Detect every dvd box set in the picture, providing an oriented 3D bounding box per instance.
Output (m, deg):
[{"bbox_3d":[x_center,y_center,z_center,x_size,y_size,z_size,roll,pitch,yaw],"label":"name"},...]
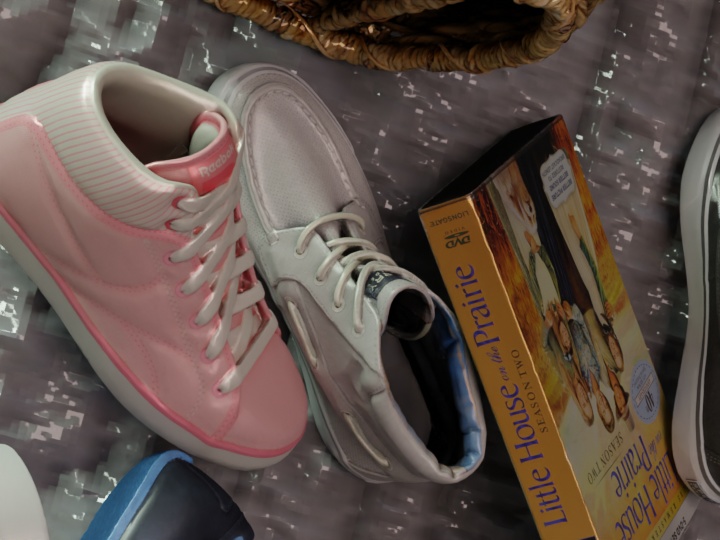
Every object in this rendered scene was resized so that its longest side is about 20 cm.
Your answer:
[{"bbox_3d":[0.093,0.042,1.164,0.146,0.029,0.201,-39,110,-63],"label":"dvd box set"}]

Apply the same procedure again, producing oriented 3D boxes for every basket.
[{"bbox_3d":[0.016,-0.134,1.081,0.149,0.200,0.143,-41,108,-23],"label":"basket"}]

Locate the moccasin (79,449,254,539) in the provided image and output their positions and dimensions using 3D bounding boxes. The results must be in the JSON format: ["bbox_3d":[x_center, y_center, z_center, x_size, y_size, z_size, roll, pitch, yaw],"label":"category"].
[{"bbox_3d":[-0.109,0.170,1.079,0.068,0.080,0.200,37,75,-13],"label":"moccasin"}]

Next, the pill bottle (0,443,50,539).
[{"bbox_3d":[-0.226,0.125,1.006,0.199,0.113,0.113,-10,93,-26],"label":"pill bottle"}]

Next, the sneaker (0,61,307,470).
[{"bbox_3d":[-0.072,-0.004,1.081,0.200,0.105,0.075,49,41,-16],"label":"sneaker"}]

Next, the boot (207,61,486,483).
[{"bbox_3d":[0.000,0.000,1.128,0.073,0.096,0.201,-28,101,-24],"label":"boot"}]

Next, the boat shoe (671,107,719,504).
[{"bbox_3d":[0.191,0.012,1.225,0.068,0.057,0.201,20,67,-35],"label":"boat shoe"}]
